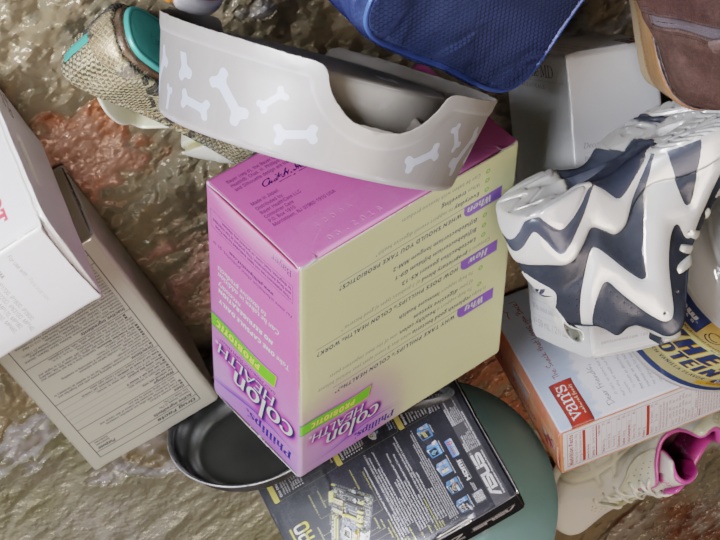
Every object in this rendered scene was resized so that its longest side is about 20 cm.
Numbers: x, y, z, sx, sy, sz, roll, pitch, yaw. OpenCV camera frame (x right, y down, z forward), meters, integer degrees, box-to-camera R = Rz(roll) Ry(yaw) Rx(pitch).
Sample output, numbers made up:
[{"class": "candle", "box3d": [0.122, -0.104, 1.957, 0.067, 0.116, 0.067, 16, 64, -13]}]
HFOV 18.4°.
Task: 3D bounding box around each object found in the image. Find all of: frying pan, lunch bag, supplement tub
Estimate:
[{"class": "frying pan", "box3d": [-0.040, 0.095, 1.518, 0.189, 0.115, 0.031, -22, 131, -10]}, {"class": "lunch bag", "box3d": [0.035, -0.205, 1.289, 0.199, 0.132, 0.136, 19, 111, -52]}, {"class": "supplement tub", "box3d": [0.264, -0.005, 1.523, 0.143, 0.145, 0.200, -14, 168, -17]}]

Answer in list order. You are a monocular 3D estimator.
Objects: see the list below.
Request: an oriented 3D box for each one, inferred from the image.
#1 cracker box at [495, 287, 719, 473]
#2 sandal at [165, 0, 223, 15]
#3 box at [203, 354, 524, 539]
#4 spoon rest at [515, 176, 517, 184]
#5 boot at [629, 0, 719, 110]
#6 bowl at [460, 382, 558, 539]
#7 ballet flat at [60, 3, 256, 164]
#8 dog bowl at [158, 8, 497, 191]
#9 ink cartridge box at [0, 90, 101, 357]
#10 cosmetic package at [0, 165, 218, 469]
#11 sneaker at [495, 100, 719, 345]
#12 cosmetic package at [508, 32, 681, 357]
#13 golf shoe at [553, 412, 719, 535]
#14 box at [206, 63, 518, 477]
[{"class": "cracker box", "box3d": [0.210, 0.054, 1.667, 0.199, 0.134, 0.058, -19, 141, -10]}, {"class": "sandal", "box3d": [-0.128, -0.214, 1.228, 0.059, 0.079, 0.206, -38, 138, 15]}, {"class": "box", "box3d": [-0.001, 0.115, 1.555, 0.160, 0.201, 0.049, -30, 160, 0]}, {"class": "spoon rest", "box3d": [0.093, -0.058, 1.552, 0.198, 0.061, 0.100, 2, 132, -14]}, {"class": "boot", "box3d": [0.201, -0.191, 1.330, 0.072, 0.166, 0.201, -23, 106, -17]}, {"class": "bowl", "box3d": [0.038, 0.164, 1.614, 0.200, 0.202, 0.105, -30, 158, 2]}, {"class": "ballet flat", "box3d": [-0.105, -0.105, 1.376, 0.075, 0.068, 0.199, -28, 146, 32]}, {"class": "dog bowl", "box3d": [-0.024, -0.096, 1.270, 0.199, 0.200, 0.059, 9, 101, -36]}, {"class": "ink cartridge box", "box3d": [-0.271, -0.003, 1.314, 0.199, 0.148, 0.086, -29, 141, 2]}, {"class": "cosmetic package", "box3d": [-0.184, 0.035, 1.463, 0.103, 0.073, 0.200, -30, 141, 1]}, {"class": "sneaker", "box3d": [0.193, -0.024, 1.401, 0.198, 0.079, 0.130, -29, 114, -16]}, {"class": "cosmetic package", "box3d": [0.153, -0.052, 1.477, 0.073, 0.102, 0.202, -12, 101, -19]}, {"class": "golf shoe", "box3d": [0.222, 0.159, 1.821, 0.075, 0.092, 0.200, 8, 130, -38]}, {"class": "box", "box3d": [0.000, 0.000, 1.422, 0.175, 0.097, 0.201, -31, 144, -26]}]
